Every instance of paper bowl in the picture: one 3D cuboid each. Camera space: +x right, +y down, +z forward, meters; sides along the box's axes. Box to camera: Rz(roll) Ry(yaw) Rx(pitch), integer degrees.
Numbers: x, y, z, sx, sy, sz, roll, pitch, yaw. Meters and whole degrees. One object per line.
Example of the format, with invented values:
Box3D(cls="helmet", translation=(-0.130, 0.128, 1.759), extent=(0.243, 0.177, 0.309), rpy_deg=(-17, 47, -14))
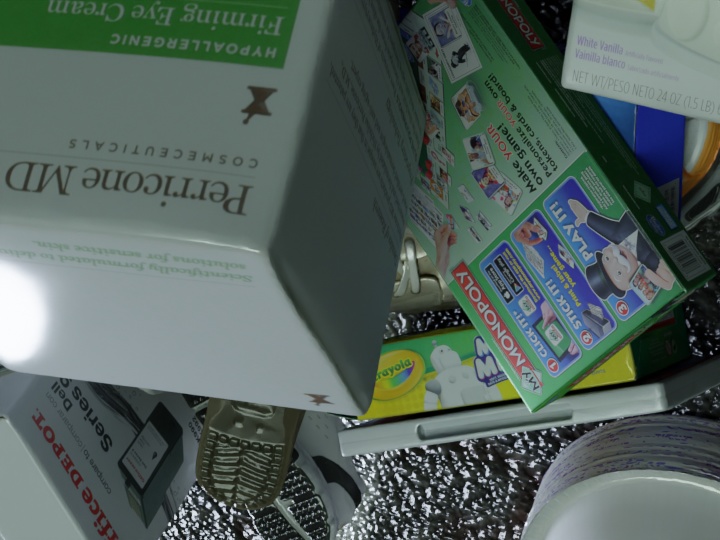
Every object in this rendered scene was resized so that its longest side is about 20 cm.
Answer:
Box3D(cls="paper bowl", translation=(0.196, 0.198, 1.027), extent=(0.200, 0.104, 0.201), rpy_deg=(11, 124, 16))

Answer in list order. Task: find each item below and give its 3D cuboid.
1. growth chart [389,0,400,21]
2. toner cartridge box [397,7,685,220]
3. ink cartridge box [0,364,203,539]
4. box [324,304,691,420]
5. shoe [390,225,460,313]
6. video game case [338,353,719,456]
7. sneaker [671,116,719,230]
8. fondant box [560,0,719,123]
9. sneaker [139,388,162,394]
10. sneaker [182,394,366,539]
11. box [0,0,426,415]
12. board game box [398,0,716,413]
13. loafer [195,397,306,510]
Box3D(cls="growth chart", translation=(-0.038, -0.156, 0.836), extent=(0.144, 0.018, 0.200), rpy_deg=(-1, 138, -11))
Box3D(cls="toner cartridge box", translation=(0.079, -0.075, 0.873), extent=(0.200, 0.043, 0.095), rpy_deg=(21, 121, 42))
Box3D(cls="ink cartridge box", translation=(-0.175, 0.100, 1.049), extent=(0.084, 0.200, 0.146), rpy_deg=(-16, 115, 28))
Box3D(cls="box", translation=(0.082, 0.051, 0.967), extent=(0.199, 0.117, 0.049), rpy_deg=(-13, 88, 27))
Box3D(cls="shoe", translation=(0.000, 0.000, 0.991), extent=(0.199, 0.053, 0.070), rpy_deg=(0, 116, 30))
Box3D(cls="video game case", translation=(0.105, 0.079, 0.967), extent=(0.199, 0.143, 0.018), rpy_deg=(-11, 89, 27))
Box3D(cls="sneaker", translation=(0.152, -0.037, 0.911), extent=(0.200, 0.077, 0.079), rpy_deg=(-41, 62, 52))
Box3D(cls="fondant box", translation=(0.175, -0.163, 0.719), extent=(0.144, 0.058, 0.201), rpy_deg=(14, 125, 13))
Box3D(cls="sneaker", translation=(-0.110, -0.037, 0.972), extent=(0.112, 0.073, 0.200), rpy_deg=(36, 96, 15))
Box3D(cls="sneaker", translation=(-0.061, 0.089, 1.084), extent=(0.074, 0.080, 0.201), rpy_deg=(-20, 94, 31))
Box3D(cls="box", translation=(-0.091, -0.052, 0.752), extent=(0.198, 0.172, 0.200), rpy_deg=(6, 158, 15))
Box3D(cls="board game box", translation=(0.076, -0.043, 0.833), extent=(0.200, 0.029, 0.135), rpy_deg=(57, 140, 12))
Box3D(cls="loafer", translation=(-0.053, 0.047, 0.980), extent=(0.076, 0.068, 0.201), rpy_deg=(20, 115, -5))
